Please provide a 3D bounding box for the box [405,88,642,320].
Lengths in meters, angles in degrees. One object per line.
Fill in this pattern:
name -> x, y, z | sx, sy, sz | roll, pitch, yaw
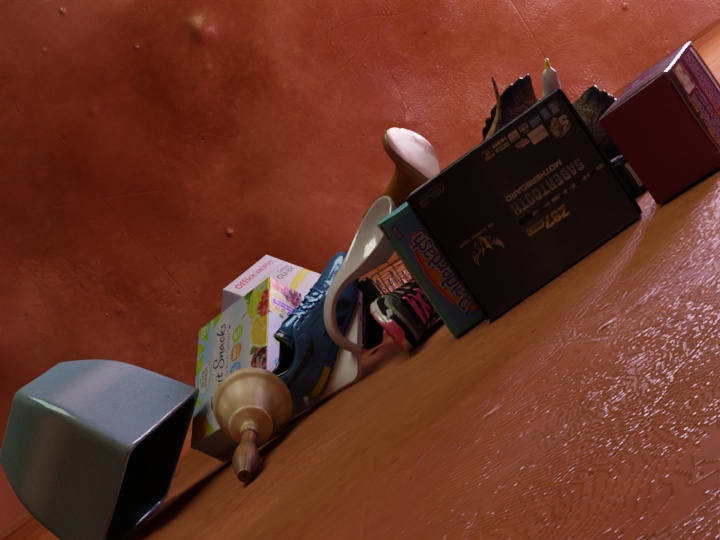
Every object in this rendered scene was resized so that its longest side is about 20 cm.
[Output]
box -> 0.170, -0.069, 1.285 | 0.199, 0.159, 0.051 | -34, 4, 9

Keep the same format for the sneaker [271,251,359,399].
sneaker -> -0.062, 0.065, 1.595 | 0.066, 0.078, 0.203 | 10, 79, 60

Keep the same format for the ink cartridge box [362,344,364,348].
ink cartridge box -> -0.049, 0.108, 1.786 | 0.199, 0.039, 0.100 | -38, -30, -4

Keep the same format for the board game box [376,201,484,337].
board game box -> 0.140, -0.047, 1.346 | 0.199, 0.153, 0.045 | -35, 5, -1

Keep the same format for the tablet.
tablet -> -0.060, 0.118, 1.646 | 0.199, 0.014, 0.132 | -33, 46, 44

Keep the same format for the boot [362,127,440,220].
boot -> 0.052, -0.102, 1.600 | 0.143, 0.072, 0.200 | -29, -37, 31

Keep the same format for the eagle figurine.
eagle figurine -> 0.231, -0.177, 1.458 | 0.151, 0.151, 0.200 | -41, 6, 17

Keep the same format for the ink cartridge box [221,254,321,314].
ink cartridge box -> -0.103, 0.065, 1.930 | 0.145, 0.198, 0.084 | -41, -35, -54

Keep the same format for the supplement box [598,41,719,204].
supplement box -> 0.333, -0.160, 1.301 | 0.085, 0.111, 0.200 | -34, 3, 28

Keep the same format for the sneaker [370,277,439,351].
sneaker -> 0.074, 0.039, 1.522 | 0.087, 0.074, 0.200 | -41, -3, 16

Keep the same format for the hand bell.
hand bell -> -0.133, 0.202, 1.480 | 0.104, 0.105, 0.200 | -35, 15, 7

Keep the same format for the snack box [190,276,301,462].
snack box -> -0.158, 0.137, 1.697 | 0.168, 0.067, 0.202 | -35, 40, 36

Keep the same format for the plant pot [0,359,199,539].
plant pot -> -0.366, 0.232, 1.649 | 0.196, 0.198, 0.198 | -40, -27, -63

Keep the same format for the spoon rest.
spoon rest -> 0.000, 0.000, 1.550 | 0.099, 0.060, 0.203 | -2, 70, 68

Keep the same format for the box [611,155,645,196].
box -> 0.305, -0.113, 1.515 | 0.159, 0.046, 0.199 | -39, 3, -37

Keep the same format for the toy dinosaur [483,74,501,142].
toy dinosaur -> 0.133, -0.114, 1.397 | 0.202, 0.060, 0.106 | -62, -12, 9

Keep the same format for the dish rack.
dish rack -> 0.076, 0.016, 1.698 | 0.199, 0.055, 0.154 | -31, -19, -15
